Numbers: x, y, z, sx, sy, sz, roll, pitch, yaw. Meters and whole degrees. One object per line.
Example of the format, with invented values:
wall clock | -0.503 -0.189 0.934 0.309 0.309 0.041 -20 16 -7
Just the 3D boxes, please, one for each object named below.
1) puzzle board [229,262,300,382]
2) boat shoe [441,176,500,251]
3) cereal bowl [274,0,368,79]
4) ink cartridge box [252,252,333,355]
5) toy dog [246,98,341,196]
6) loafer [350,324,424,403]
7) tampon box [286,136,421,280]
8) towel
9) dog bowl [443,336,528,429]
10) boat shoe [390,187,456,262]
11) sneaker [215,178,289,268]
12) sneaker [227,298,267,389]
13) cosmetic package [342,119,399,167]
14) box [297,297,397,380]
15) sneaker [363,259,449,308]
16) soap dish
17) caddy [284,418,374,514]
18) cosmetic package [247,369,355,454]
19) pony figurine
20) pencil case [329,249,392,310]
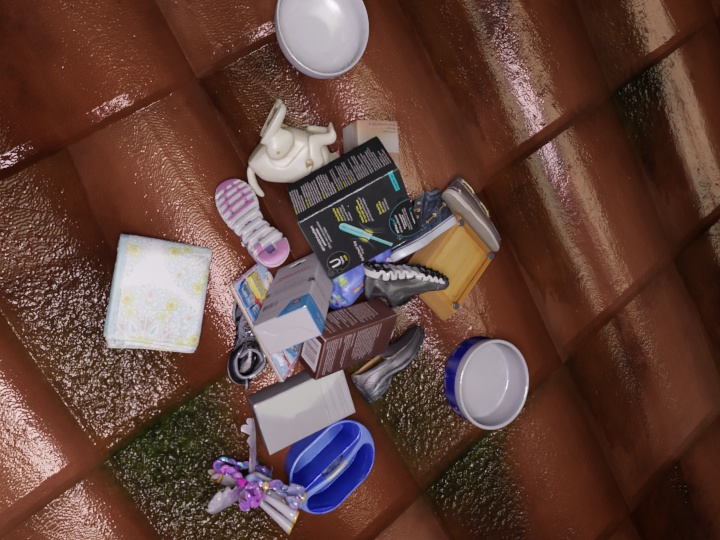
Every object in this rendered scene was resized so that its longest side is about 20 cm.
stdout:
puzzle board | -0.170 0.090 1.039 0.017 0.151 0.205 -21 103 19
boat shoe | 0.267 -0.129 1.250 0.200 0.071 0.060 45 68 -19
cereal bowl | -0.084 -0.486 1.086 0.194 0.083 0.208 0 91 -23
ink cartridge box | -0.118 0.055 1.019 0.113 0.202 0.068 -22 116 18
toy dog | -0.109 -0.208 1.056 0.196 0.139 0.198 27 94 -20
loafer | 0.062 0.189 1.171 0.072 0.072 0.200 46 74 -12
tampon box | -0.013 -0.114 0.992 0.196 0.128 0.152 -27 131 2
towel | -0.374 0.047 0.998 0.166 0.048 0.207 9 88 -26
dog bowl | 0.294 0.261 1.265 0.194 0.078 0.208 0 91 -22
boat shoe | 0.115 -0.096 1.125 0.198 0.070 0.093 -34 94 -36
sneaker | -0.213 -0.082 1.048 0.079 0.089 0.202 -34 81 -17
sneaker | -0.208 0.123 1.030 0.073 0.113 0.208 8 89 -20
cosmetic package | 0.025 -0.203 1.136 0.100 0.087 0.208 -5 93 -23
box | -0.024 0.132 1.081 0.196 0.075 0.103 -12 129 -40
sneaker | 0.089 0.034 1.109 0.194 0.067 0.093 5 109 -21
soap dish | 0.202 -0.014 1.218 0.157 0.081 0.202 43 75 -18
caddy | -0.062 0.394 1.102 0.199 0.104 0.143 -40 104 -17
cosmetic package | -0.119 0.271 1.089 0.195 0.090 0.110 -19 98 -18
pony figurine | -0.196 0.392 0.984 0.195 0.195 0.169 26 54 4
pencil case | 0.000 0.000 1.133 0.199 0.086 0.079 -43 146 -15
